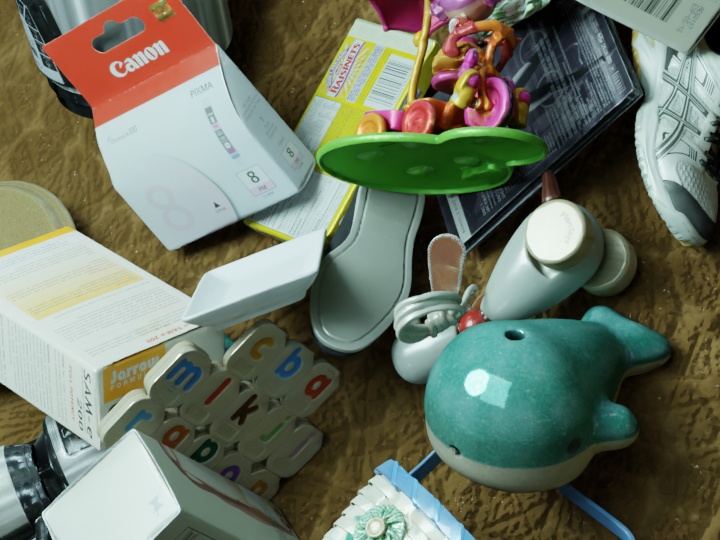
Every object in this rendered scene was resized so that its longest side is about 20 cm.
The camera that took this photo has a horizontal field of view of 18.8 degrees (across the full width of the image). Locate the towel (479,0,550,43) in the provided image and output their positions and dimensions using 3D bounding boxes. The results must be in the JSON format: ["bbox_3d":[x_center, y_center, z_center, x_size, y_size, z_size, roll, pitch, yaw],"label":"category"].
[{"bbox_3d":[0.136,-0.256,1.710,0.153,0.023,0.200,-64,12,-10],"label":"towel"}]

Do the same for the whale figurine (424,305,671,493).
[{"bbox_3d":[0.135,0.070,1.541,0.199,0.104,0.159,-30,42,-32],"label":"whale figurine"}]

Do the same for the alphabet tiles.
[{"bbox_3d":[-0.110,0.124,1.643,0.196,0.200,0.015,-46,50,5],"label":"alphabet tiles"}]

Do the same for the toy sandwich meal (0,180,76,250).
[{"bbox_3d":[-0.322,0.011,1.916,0.204,0.070,0.207,-10,65,23],"label":"toy sandwich meal"}]

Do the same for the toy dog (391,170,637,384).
[{"bbox_3d":[0.103,-0.004,1.623,0.199,0.132,0.097,-21,58,-1],"label":"toy dog"}]

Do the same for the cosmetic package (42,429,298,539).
[{"bbox_3d":[-0.130,0.207,1.615,0.103,0.200,0.087,-41,54,8],"label":"cosmetic package"}]

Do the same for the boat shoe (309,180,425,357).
[{"bbox_3d":[0.000,0.000,1.684,0.060,0.073,0.201,118,171,-46],"label":"boat shoe"}]

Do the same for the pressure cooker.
[{"bbox_3d":[-0.197,-0.221,1.868,0.177,0.201,0.176,8,40,24],"label":"pressure cooker"}]

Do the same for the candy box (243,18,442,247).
[{"bbox_3d":[-0.013,-0.109,1.798,0.102,0.026,0.201,22,80,47],"label":"candy box"}]

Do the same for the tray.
[{"bbox_3d":[-0.075,0.009,1.649,0.107,0.200,0.022,-21,99,5],"label":"tray"}]

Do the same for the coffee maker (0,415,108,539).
[{"bbox_3d":[-0.255,0.193,1.737,0.199,0.192,0.135,-23,72,-3],"label":"coffee maker"}]

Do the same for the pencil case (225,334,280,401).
[{"bbox_3d":[-0.150,0.082,1.760,0.092,0.085,0.199,-40,48,-23],"label":"pencil case"}]

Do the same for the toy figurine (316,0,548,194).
[{"bbox_3d":[0.063,-0.168,1.633,0.199,0.149,0.186,-10,71,50],"label":"toy figurine"}]

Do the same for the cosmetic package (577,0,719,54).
[{"bbox_3d":[0.233,-0.269,1.632,0.073,0.103,0.201,-56,11,47],"label":"cosmetic package"}]

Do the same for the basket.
[{"bbox_3d":[0.074,0.208,1.535,0.199,0.140,0.176,-35,49,-21],"label":"basket"}]

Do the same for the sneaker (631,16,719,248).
[{"bbox_3d":[0.254,-0.116,1.612,0.087,0.076,0.202,-15,61,25],"label":"sneaker"}]

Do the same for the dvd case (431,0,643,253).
[{"bbox_3d":[0.126,-0.127,1.691,0.200,0.016,0.149,-42,45,28],"label":"dvd case"}]

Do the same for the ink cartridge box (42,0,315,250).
[{"bbox_3d":[-0.157,-0.122,1.775,0.162,0.200,0.057,-22,32,40],"label":"ink cartridge box"}]

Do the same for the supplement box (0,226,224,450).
[{"bbox_3d":[-0.214,0.049,1.676,0.199,0.125,0.074,28,128,40],"label":"supplement box"}]
